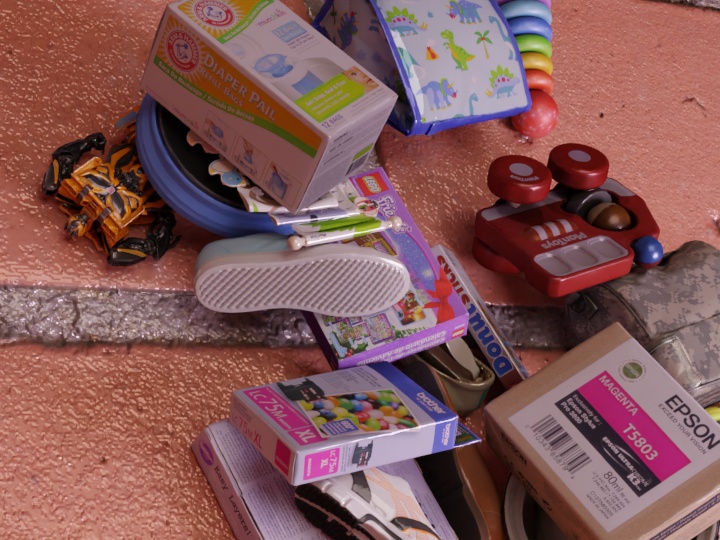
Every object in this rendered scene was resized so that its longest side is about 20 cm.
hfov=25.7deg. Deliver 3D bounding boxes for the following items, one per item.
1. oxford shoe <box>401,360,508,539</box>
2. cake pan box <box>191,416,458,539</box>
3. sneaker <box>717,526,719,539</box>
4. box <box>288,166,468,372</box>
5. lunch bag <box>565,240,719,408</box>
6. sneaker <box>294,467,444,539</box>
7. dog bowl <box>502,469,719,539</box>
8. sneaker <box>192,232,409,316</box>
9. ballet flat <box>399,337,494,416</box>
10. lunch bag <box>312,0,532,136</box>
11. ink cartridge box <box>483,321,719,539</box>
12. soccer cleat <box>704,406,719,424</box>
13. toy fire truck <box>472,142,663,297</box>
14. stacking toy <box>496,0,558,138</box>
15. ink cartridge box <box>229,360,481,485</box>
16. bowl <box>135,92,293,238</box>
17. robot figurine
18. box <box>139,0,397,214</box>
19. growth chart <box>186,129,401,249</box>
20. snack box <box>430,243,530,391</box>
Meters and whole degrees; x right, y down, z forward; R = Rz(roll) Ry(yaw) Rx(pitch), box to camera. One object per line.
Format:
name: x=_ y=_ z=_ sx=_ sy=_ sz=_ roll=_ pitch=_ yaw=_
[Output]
oxford shoe: x=0.087 y=0.182 z=1.514 sx=0.071 sy=0.071 sz=0.200 roll=0 pitch=67 yaw=-48
cake pan box: x=-0.035 y=0.200 z=1.440 sx=0.184 sy=0.052 sz=0.200 roll=-19 pitch=72 yaw=-37
sneaker: x=0.302 y=0.272 z=1.554 sx=0.078 sy=0.082 sz=0.200 roll=40 pitch=52 yaw=-2
box: x=0.000 y=0.000 z=1.530 sx=0.137 sy=0.039 sz=0.200 roll=-19 pitch=56 yaw=-15
lunch bag: x=0.326 y=0.062 z=1.655 sx=0.200 sy=0.139 sz=0.168 roll=-17 pitch=71 yaw=-35
sneaker: x=0.040 y=0.229 z=1.387 sx=0.200 sy=0.074 sz=0.080 roll=42 pitch=50 yaw=-1
dog bowl: x=0.236 y=0.242 z=1.498 sx=0.200 sy=0.074 sz=0.200 roll=-3 pitch=54 yaw=5
sneaker: x=-0.056 y=-0.008 z=1.468 sx=0.200 sy=0.074 sz=0.082 roll=3 pitch=34 yaw=-10
ballet flat: x=0.053 y=0.058 z=1.561 sx=0.200 sy=0.069 sz=0.069 roll=43 pitch=52 yaw=2
lunch bag: x=0.072 y=-0.234 z=1.706 sx=0.170 sy=0.127 sz=0.200 roll=-15 pitch=60 yaw=-34
ink cartridge box: x=0.236 y=0.168 z=1.462 sx=0.165 sy=0.075 sz=0.200 roll=-32 pitch=56 yaw=-15
soccer cleat: x=0.434 y=0.162 z=1.715 sx=0.200 sy=0.065 sz=0.084 roll=-1 pitch=33 yaw=-23
toy fire truck: x=0.221 y=-0.040 z=1.636 sx=0.200 sy=0.112 sz=0.168 roll=-14 pitch=40 yaw=-32
stacking toy: x=0.191 y=-0.244 z=1.809 sx=0.085 sy=0.085 sz=0.200 roll=3 pitch=66 yaw=-26
ink cartridge box: x=-0.002 y=0.130 z=1.406 sx=0.200 sy=0.042 sz=0.119 roll=-6 pitch=26 yaw=-32
bowl: x=-0.116 y=-0.124 z=1.522 sx=0.201 sy=0.039 sz=0.201 roll=14 pitch=55 yaw=-20
robot figurine: x=-0.207 y=-0.092 z=1.516 sx=0.145 sy=0.058 sz=0.200 roll=46 pitch=51 yaw=4
box: x=-0.087 y=-0.166 z=1.446 sx=0.200 sy=0.101 sz=0.112 roll=40 pitch=44 yaw=13
growth chart: x=-0.071 y=-0.094 z=1.474 sx=0.145 sy=0.018 sz=0.200 roll=-18 pitch=59 yaw=-38
snack box: x=0.129 y=0.065 z=1.596 sx=0.024 sy=0.072 sz=0.200 roll=-33 pitch=77 yaw=8
